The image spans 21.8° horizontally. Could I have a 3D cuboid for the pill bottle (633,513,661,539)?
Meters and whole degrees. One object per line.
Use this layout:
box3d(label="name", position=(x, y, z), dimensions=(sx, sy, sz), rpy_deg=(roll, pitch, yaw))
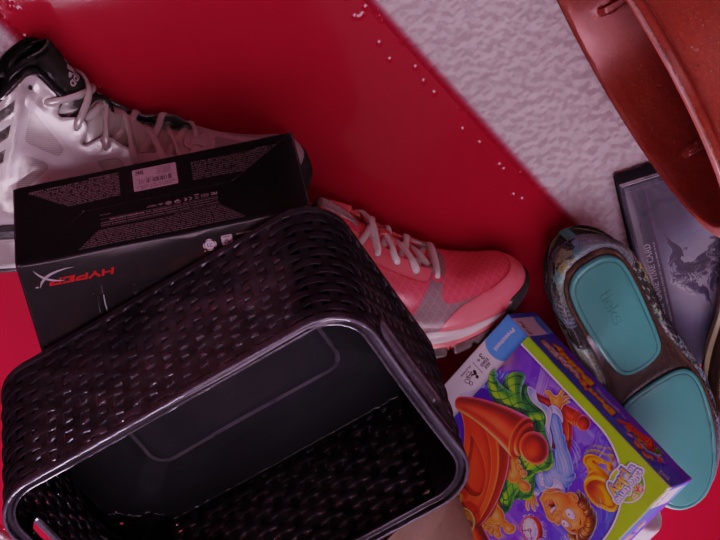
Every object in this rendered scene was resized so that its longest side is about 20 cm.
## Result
box3d(label="pill bottle", position=(0.086, 0.190, 1.165), dimensions=(0.114, 0.114, 0.200), rpy_deg=(35, 110, -25))

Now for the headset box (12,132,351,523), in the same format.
box3d(label="headset box", position=(-0.088, 0.042, 0.986), dimensions=(0.148, 0.077, 0.201), rpy_deg=(-11, 125, -3))

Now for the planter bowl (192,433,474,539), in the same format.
box3d(label="planter bowl", position=(-0.014, 0.198, 1.010), dimensions=(0.200, 0.200, 0.135), rpy_deg=(-28, 105, 8))

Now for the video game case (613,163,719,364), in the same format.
box3d(label="video game case", position=(0.262, -0.025, 1.121), dimensions=(0.199, 0.019, 0.143), rpy_deg=(-18, 122, 1))

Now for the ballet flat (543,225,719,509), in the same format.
box3d(label="ballet flat", position=(0.162, 0.054, 1.122), dimensions=(0.074, 0.074, 0.201), rpy_deg=(-21, 119, 4))

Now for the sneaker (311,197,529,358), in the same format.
box3d(label="sneaker", position=(0.000, 0.000, 1.063), dimensions=(0.199, 0.074, 0.087), rpy_deg=(-5, 118, -7))

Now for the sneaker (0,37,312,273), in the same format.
box3d(label="sneaker", position=(-0.130, -0.069, 0.999), dimensions=(0.199, 0.076, 0.116), rpy_deg=(-10, 123, 0))

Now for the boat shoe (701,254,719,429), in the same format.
box3d(label="boat shoe", position=(0.244, 0.050, 1.108), dimensions=(0.074, 0.075, 0.203), rpy_deg=(-11, 122, -2))

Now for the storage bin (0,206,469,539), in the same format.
box3d(label="storage bin", position=(-0.064, 0.079, 0.913), dimensions=(0.199, 0.094, 0.135), rpy_deg=(-29, 126, 11))

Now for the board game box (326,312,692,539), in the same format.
box3d(label="board game box", position=(0.073, 0.142, 1.083), dimensions=(0.135, 0.045, 0.200), rpy_deg=(47, 109, 18))

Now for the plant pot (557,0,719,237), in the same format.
box3d(label="plant pot", position=(0.217, -0.152, 0.946), dimensions=(0.195, 0.201, 0.201), rpy_deg=(-31, 121, 1))
